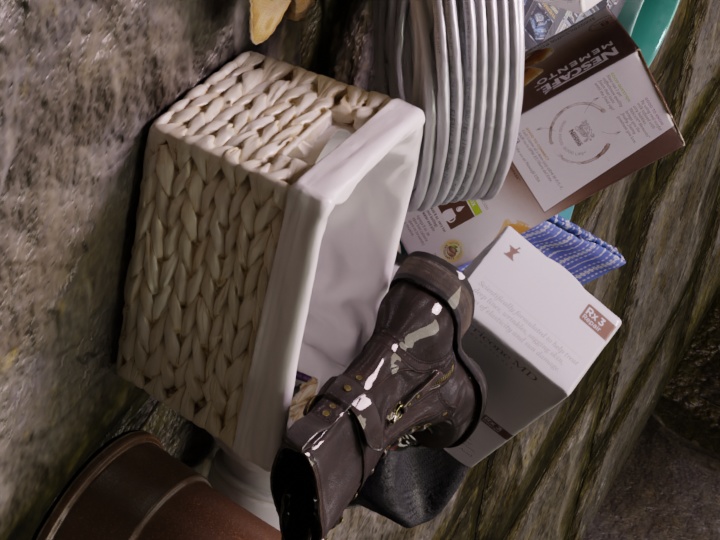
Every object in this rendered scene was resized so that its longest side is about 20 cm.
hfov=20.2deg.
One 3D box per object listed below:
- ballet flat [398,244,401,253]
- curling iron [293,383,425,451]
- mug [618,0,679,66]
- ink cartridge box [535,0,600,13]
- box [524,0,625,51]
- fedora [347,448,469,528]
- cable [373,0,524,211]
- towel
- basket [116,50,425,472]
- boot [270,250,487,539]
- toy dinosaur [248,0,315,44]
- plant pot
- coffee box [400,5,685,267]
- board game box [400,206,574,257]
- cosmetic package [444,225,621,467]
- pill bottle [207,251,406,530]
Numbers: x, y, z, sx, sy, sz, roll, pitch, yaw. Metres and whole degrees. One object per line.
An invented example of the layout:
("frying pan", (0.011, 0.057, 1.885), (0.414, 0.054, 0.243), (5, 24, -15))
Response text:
("ballet flat", (0.000, 0.000, 1.495), (0.070, 0.069, 0.200), (-58, 162, -27))
("curling iron", (-0.030, 0.080, 1.309), (0.199, 0.026, 0.050), (17, 103, -32))
("mug", (0.197, -0.240, 1.701), (0.153, 0.114, 0.185), (-69, 163, 13))
("ink cartridge box", (0.109, -0.278, 1.291), (0.067, 0.117, 0.201), (-34, 130, -33))
("box", (0.115, -0.213, 1.455), (0.200, 0.051, 0.159), (40, 72, -47))
("fedora", (0.029, 0.136, 1.599), (0.199, 0.092, 0.202), (-20, 135, -21))
("cable", (0.053, -0.139, 1.252), (0.200, 0.069, 0.202), (-110, -159, -65))
("towel", (0.106, 0.009, 1.521), (0.144, 0.024, 0.200), (-35, 154, 19))
("basket", (-0.057, -0.010, 1.187), (0.136, 0.123, 0.201), (-45, 153, -50))
("boot", (0.003, 0.098, 1.216), (0.175, 0.069, 0.201), (-54, 155, -27))
("toy dinosaur", (-0.045, -0.173, 1.113), (0.102, 0.058, 0.200), (-68, 164, 11))
("plant pot", (-0.097, 0.235, 1.275), (0.201, 0.197, 0.201), (-56, 162, -29))
("coffee box", (0.108, -0.087, 1.386), (0.199, 0.080, 0.115), (-28, -157, 7))
("board game box", (0.077, 0.011, 1.653), (0.199, 0.047, 0.152), (-19, 136, -35))
("cosmetic package", (0.086, 0.056, 1.367), (0.074, 0.101, 0.200), (-50, 179, -23))
("pill bottle", (-0.041, 0.076, 1.386), (0.111, 0.111, 0.201), (-28, 140, -65))
